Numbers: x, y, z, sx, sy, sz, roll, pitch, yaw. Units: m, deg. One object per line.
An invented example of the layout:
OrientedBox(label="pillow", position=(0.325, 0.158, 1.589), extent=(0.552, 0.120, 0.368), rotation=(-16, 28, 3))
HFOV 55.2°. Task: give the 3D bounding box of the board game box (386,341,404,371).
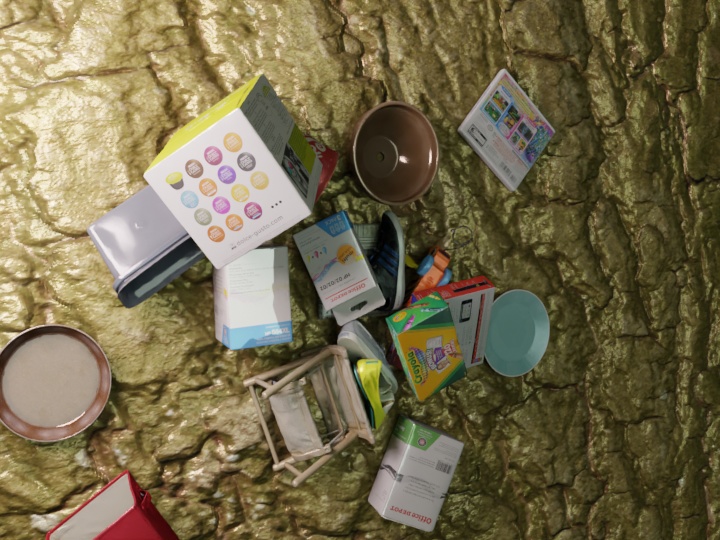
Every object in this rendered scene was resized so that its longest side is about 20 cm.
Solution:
OrientedBox(label="board game box", position=(0.134, 0.126, 1.512), extent=(0.101, 0.019, 0.205), rotation=(24, 84, -23))

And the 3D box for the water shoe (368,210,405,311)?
OrientedBox(label="water shoe", position=(0.047, -0.018, 1.402), extent=(0.077, 0.071, 0.206), rotation=(-5, 92, -18))

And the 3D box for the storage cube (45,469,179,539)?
OrientedBox(label="storage cube", position=(-0.423, 0.501, 1.209), extent=(0.198, 0.170, 0.182), rotation=(-36, 108, -17))

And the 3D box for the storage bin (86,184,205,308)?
OrientedBox(label="storage bin", position=(-0.372, -0.053, 1.217), extent=(0.198, 0.146, 0.135), rotation=(-37, 80, -16))

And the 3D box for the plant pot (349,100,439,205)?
OrientedBox(label="plant pot", position=(0.057, -0.235, 1.406), extent=(0.196, 0.092, 0.207), rotation=(-2, 95, -25))

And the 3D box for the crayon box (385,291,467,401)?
OrientedBox(label="crayon box", position=(0.134, 0.153, 1.373), extent=(0.117, 0.059, 0.203), rotation=(-27, 128, -7))

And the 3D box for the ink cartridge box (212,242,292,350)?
OrientedBox(label="ink cartridge box", position=(-0.205, 0.030, 1.290), extent=(0.122, 0.128, 0.206), rotation=(-4, 97, -24))

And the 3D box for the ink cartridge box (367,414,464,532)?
OrientedBox(label="ink cartridge box", position=(0.120, 0.439, 1.496), extent=(0.144, 0.084, 0.205), rotation=(25, 84, -23))

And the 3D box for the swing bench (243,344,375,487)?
OrientedBox(label="swing bench", position=(-0.098, 0.278, 1.364), extent=(0.196, 0.129, 0.204), rotation=(-23, 103, -26))

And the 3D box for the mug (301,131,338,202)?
OrientedBox(label="mug", position=(-0.164, -0.201, 1.289), extent=(0.197, 0.133, 0.181), rotation=(32, 72, -20))

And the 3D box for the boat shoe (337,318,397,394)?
OrientedBox(label="boat shoe", position=(0.025, 0.178, 1.436), extent=(0.202, 0.069, 0.073), rotation=(53, 42, -31))

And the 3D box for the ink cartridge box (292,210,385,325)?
OrientedBox(label="ink cartridge box", position=(-0.039, -0.001, 1.354), extent=(0.113, 0.068, 0.204), rotation=(-25, 91, 5))

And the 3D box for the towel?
OrientedBox(label="towel", position=(0.000, 0.000, 1.439), extent=(0.195, 0.034, 0.199), rotation=(-2, 93, -22))

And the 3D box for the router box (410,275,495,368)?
OrientedBox(label="router box", position=(0.187, 0.124, 1.454), extent=(0.175, 0.049, 0.205), rotation=(-11, 124, -22))

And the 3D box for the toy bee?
OrientedBox(label="toy bee", position=(0.160, -0.003, 1.464), extent=(0.197, 0.109, 0.133), rotation=(-33, 103, 1))

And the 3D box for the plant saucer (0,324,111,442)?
OrientedBox(label="plant saucer", position=(-0.539, 0.194, 1.205), extent=(0.195, 0.034, 0.207), rotation=(-2, 95, -23))

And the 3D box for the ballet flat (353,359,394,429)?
OrientedBox(label="ballet flat", position=(0.035, 0.254, 1.412), extent=(0.065, 0.068, 0.203), rotation=(-16, 131, -2))

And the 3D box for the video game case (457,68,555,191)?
OrientedBox(label="video game case", position=(0.334, -0.317, 1.563), extent=(0.199, 0.024, 0.184), rotation=(42, 77, -21))

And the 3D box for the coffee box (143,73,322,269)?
OrientedBox(label="coffee box", position=(-0.200, -0.168, 1.141), extent=(0.196, 0.202, 0.200), rotation=(-28, 115, 18))

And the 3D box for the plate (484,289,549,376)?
OrientedBox(label="plate", position=(0.359, 0.145, 1.612), extent=(0.195, 0.025, 0.207), rotation=(-3, 96, -24))
